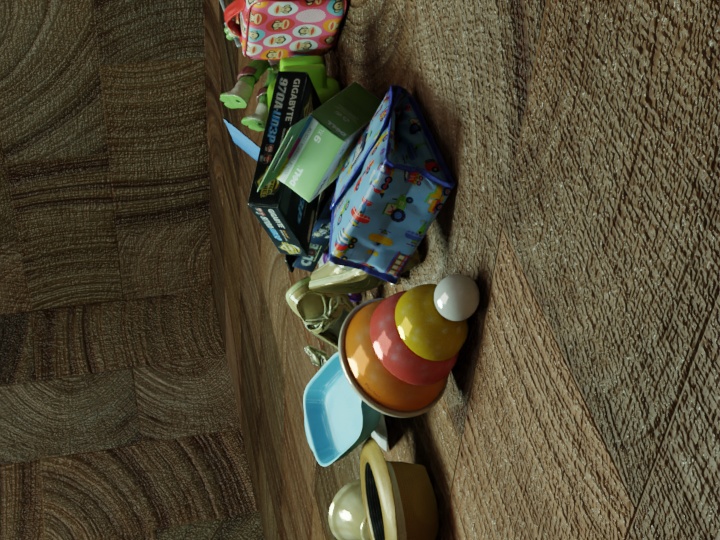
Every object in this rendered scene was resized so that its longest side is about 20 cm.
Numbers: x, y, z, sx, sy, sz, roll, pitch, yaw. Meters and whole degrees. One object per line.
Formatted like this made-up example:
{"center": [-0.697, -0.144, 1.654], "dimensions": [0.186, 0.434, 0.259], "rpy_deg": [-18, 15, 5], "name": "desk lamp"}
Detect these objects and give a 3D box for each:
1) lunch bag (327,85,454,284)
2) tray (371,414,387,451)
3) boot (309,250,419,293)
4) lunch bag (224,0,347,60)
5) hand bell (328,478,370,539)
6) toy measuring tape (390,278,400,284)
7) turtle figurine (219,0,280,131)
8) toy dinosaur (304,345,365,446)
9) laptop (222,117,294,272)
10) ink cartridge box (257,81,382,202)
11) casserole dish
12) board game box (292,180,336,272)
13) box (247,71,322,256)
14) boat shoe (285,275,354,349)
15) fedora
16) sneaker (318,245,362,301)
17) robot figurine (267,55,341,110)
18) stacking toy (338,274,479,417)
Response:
{"center": [0.026, -0.113, 1.380], "dimensions": [0.152, 0.093, 0.201], "rpy_deg": [-59, 23, 32], "name": "lunch bag"}
{"center": [0.020, 0.196, 1.683], "dimensions": [0.200, 0.022, 0.109], "rpy_deg": [85, 177, -74], "name": "tray"}
{"center": [-0.002, -0.059, 1.519], "dimensions": [0.199, 0.071, 0.157], "rpy_deg": [-24, 67, 50], "name": "boot"}
{"center": [-0.116, -0.381, 1.732], "dimensions": [0.200, 0.173, 0.083], "rpy_deg": [124, 137, -71], "name": "lunch bag"}
{"center": [0.039, 0.387, 1.695], "dimensions": [0.199, 0.103, 0.106], "rpy_deg": [-155, 59, -63], "name": "hand bell"}
{"center": [0.000, 0.000, 1.618], "dimensions": [0.200, 0.072, 0.075], "rpy_deg": [-153, 57, -75], "name": "toy measuring tape"}
{"center": [-0.173, -0.337, 1.894], "dimensions": [0.144, 0.197, 0.196], "rpy_deg": [94, -163, -70], "name": "turtle figurine"}
{"center": [-0.020, 0.166, 1.668], "dimensions": [0.201, 0.047, 0.089], "rpy_deg": [60, 151, 34], "name": "toy dinosaur"}
{"center": [-0.151, -0.109, 1.764], "dimensions": [0.187, 0.114, 0.204], "rpy_deg": [99, 175, -86], "name": "laptop"}
{"center": [-0.045, -0.156, 1.480], "dimensions": [0.104, 0.059, 0.200], "rpy_deg": [-56, -5, 33], "name": "ink cartridge box"}
{"center": [-0.024, 0.186, 1.577], "dimensions": [0.200, 0.038, 0.123], "rpy_deg": [-51, 49, 55], "name": "casserole dish"}
{"center": [-0.047, -0.112, 1.692], "dimensions": [0.201, 0.034, 0.137], "rpy_deg": [121, 159, -46], "name": "board game box"}
{"center": [-0.092, -0.143, 1.590], "dimensions": [0.159, 0.045, 0.203], "rpy_deg": [63, -145, -64], "name": "box"}
{"center": [-0.035, 0.076, 1.696], "dimensions": [0.201, 0.073, 0.063], "rpy_deg": [47, -172, -48], "name": "boat shoe"}
{"center": [0.054, 0.313, 1.546], "dimensions": [0.200, 0.080, 0.204], "rpy_deg": [170, 90, -79], "name": "fedora"}
{"center": [-0.021, 0.002, 1.792], "dimensions": [0.084, 0.080, 0.201], "rpy_deg": [49, 153, 21], "name": "sneaker"}
{"center": [-0.085, -0.227, 1.812], "dimensions": [0.176, 0.114, 0.203], "rpy_deg": [-107, 15, -62], "name": "robot figurine"}
{"center": [0.076, 0.065, 1.298], "dimensions": [0.200, 0.144, 0.148], "rpy_deg": [-44, 52, 51], "name": "stacking toy"}
